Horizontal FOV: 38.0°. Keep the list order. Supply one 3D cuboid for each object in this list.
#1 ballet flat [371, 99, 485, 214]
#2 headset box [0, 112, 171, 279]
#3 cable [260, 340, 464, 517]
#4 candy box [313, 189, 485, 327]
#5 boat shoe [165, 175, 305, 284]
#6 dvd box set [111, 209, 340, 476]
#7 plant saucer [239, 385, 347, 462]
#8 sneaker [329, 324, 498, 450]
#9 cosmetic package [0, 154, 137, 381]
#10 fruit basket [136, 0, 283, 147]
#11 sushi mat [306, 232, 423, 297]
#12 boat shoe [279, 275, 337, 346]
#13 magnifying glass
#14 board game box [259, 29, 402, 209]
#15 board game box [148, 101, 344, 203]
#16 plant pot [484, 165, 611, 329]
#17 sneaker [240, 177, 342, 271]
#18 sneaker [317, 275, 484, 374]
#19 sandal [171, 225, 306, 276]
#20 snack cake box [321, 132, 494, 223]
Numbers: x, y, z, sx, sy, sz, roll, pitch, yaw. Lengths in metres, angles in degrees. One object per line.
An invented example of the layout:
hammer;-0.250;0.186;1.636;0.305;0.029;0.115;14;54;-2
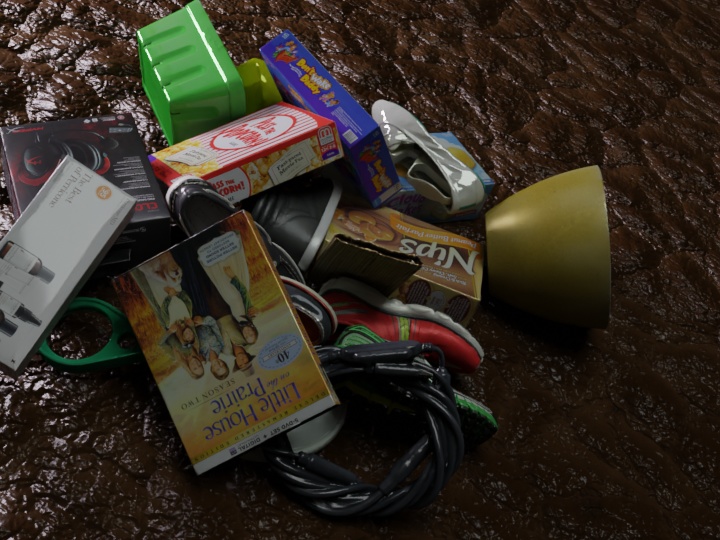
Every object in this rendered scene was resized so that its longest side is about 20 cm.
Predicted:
ballet flat;0.070;-0.144;1.322;0.200;0.070;0.069;43;41;20
headset box;-0.291;-0.072;1.107;0.148;0.075;0.201;-10;48;-20
cable;-0.005;0.151;0.988;0.198;0.165;0.051;-6;-2;-5
candy box;0.049;-0.015;1.266;0.199;0.055;0.116;22;37;-5
boat shoe;-0.123;-0.018;1.099;0.200;0.074;0.060;51;-6;-25
dvd box set;-0.125;0.066;0.959;0.201;0.146;0.029;64;5;11
plant saucer;-0.101;0.099;1.052;0.199;0.050;0.201;16;38;-12
sneaker;0.060;0.117;1.076;0.199;0.078;0.085;32;39;-14
cosmetic package;-0.299;-0.005;0.981;0.082;0.051;0.201;33;66;-7
fruit basket;-0.170;-0.239;1.352;0.214;0.156;0.217;2;47;-2
sushi mat;0.000;0.000;1.130;0.095;0.200;0.012;17;75;-7
boat shoe;-0.122;0.037;1.009;0.199;0.072;0.063;17;30;12
magnifying glass;-0.215;0.072;1.003;0.198;0.022;0.080;9;51;5
board game box;-0.036;-0.183;1.270;0.045;0.135;0.200;-36;60;-6
board game box;-0.140;-0.127;1.193;0.199;0.047;0.151;-26;27;-20
plant pot;0.227;-0.026;1.293;0.141;0.201;0.201;-2;38;7
sneaker;-0.083;-0.079;1.223;0.099;0.071;0.200;29;27;-8
sneaker;0.036;0.082;1.149;0.199;0.077;0.085;20;57;-1
sandal;-0.150;-0.029;1.182;0.199;0.043;0.076;1;43;-29
snack cake box;0.064;-0.122;1.393;0.199;0.067;0.115;-8;49;-35
